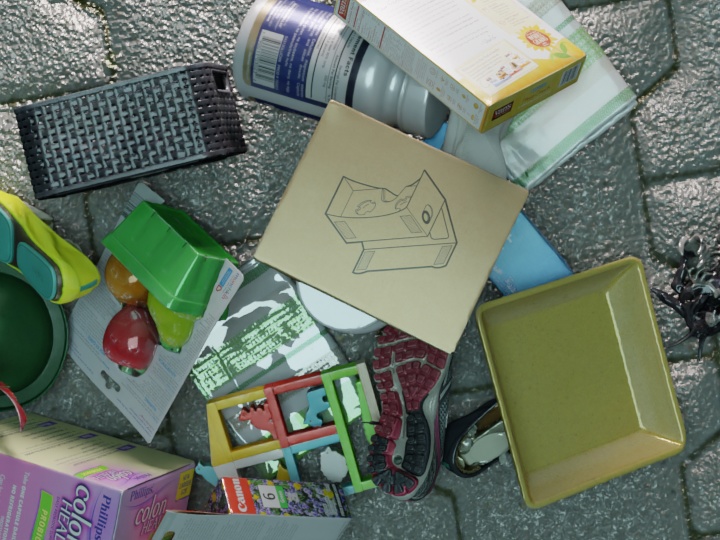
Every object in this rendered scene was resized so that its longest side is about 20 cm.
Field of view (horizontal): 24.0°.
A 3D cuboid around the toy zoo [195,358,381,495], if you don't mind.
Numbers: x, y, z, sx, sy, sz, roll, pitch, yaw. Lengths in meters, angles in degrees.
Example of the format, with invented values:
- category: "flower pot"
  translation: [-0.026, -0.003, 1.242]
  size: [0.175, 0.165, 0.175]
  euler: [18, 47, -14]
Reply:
- category: "toy zoo"
  translation: [-0.073, 0.177, 1.728]
  size: [0.199, 0.020, 0.132]
  euler: [-15, 99, 5]

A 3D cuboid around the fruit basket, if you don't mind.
- category: "fruit basket"
  translation: [-0.211, 0.041, 1.708]
  size: [0.185, 0.094, 0.200]
  euler: [40, 113, 36]

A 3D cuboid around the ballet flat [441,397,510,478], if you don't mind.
- category: "ballet flat"
  translation: [0.164, 0.144, 1.693]
  size: [0.200, 0.073, 0.073]
  euler: [-34, 90, 9]

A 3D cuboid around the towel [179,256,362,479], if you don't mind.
- category: "towel"
  translation: [-0.098, 0.098, 1.743]
  size: [0.149, 0.031, 0.200]
  euler: [-35, 90, 10]

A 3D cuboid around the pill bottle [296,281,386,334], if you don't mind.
- category: "pill bottle"
  translation: [0.000, 0.000, 1.635]
  size: [0.114, 0.200, 0.115]
  euler: [1, 95, 7]

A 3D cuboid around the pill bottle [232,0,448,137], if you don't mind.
- category: "pill bottle"
  translation: [-0.013, -0.195, 1.648]
  size: [0.200, 0.111, 0.111]
  euler: [18, 97, 17]

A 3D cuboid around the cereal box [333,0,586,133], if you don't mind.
- category: "cereal box"
  translation: [0.093, -0.222, 1.589]
  size: [0.200, 0.144, 0.040]
  euler: [42, 141, 24]

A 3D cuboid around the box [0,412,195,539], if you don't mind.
- category: "box"
  translation: [-0.295, 0.222, 1.690]
  size: [0.199, 0.176, 0.097]
  euler: [14, 97, 16]

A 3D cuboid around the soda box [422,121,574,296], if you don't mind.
- category: "soda box"
  translation: [0.125, -0.050, 1.684]
  size: [0.068, 0.064, 0.200]
  euler: [-40, 89, 7]

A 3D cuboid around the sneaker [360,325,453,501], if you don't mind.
- category: "sneaker"
  translation: [0.053, 0.131, 1.700]
  size: [0.080, 0.075, 0.201]
  euler: [6, 75, 24]

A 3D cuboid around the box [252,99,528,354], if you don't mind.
- category: "box"
  translation: [0.027, -0.041, 1.521]
  size: [0.200, 0.021, 0.164]
  euler: [26, 85, 3]

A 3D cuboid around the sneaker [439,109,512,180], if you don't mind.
- category: "sneaker"
  translation: [0.104, -0.131, 1.618]
  size: [0.075, 0.088, 0.200]
  euler: [24, 58, -14]

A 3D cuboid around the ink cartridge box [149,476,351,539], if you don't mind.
- category: "ink cartridge box"
  translation: [-0.121, 0.256, 1.677]
  size: [0.200, 0.050, 0.109]
  euler: [7, 132, -28]

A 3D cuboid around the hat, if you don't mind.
- category: "hat"
  translation: [-0.395, 0.071, 1.691]
  size: [0.199, 0.176, 0.166]
  euler: [-4, 92, 15]

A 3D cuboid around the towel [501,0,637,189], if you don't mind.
- category: "towel"
  translation: [0.158, -0.199, 1.682]
  size: [0.149, 0.031, 0.200]
  euler: [-38, 87, 7]

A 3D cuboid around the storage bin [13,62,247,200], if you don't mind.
- category: "storage bin"
  translation: [-0.226, -0.137, 1.684]
  size: [0.199, 0.135, 0.094]
  euler: [-12, 93, 8]

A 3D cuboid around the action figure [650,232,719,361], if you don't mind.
- category: "action figure"
  translation: [0.358, -0.005, 1.641]
  size: [0.119, 0.102, 0.200]
  euler: [24, 94, 3]

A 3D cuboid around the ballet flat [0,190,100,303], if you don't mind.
- category: "ballet flat"
  translation: [-0.333, -0.029, 1.733]
  size: [0.200, 0.067, 0.067]
  euler: [38, 129, 37]

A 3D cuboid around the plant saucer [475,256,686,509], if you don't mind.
- category: "plant saucer"
  translation: [0.205, 0.107, 1.642]
  size: [0.200, 0.048, 0.201]
  euler: [-16, 92, -27]
